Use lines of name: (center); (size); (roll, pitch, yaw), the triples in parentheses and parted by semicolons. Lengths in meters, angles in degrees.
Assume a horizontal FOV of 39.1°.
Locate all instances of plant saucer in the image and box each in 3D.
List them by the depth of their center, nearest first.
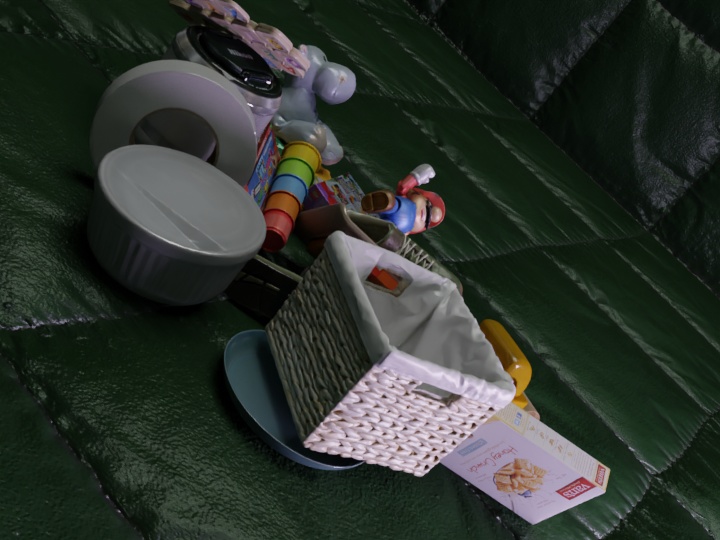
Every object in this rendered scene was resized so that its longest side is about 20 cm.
plant saucer: (-0.072, 0.147, 1.122); (0.200, 0.027, 0.200); (32, 25, -16)

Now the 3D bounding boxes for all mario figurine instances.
mario figurine: (0.077, -0.086, 1.518); (0.106, 0.124, 0.200); (47, 25, 12)

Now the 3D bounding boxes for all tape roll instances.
tape roll: (-0.224, -0.153, 1.220); (0.202, 0.203, 0.037); (28, 26, -25)

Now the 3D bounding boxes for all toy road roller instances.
toy road roller: (0.176, 0.149, 1.339); (0.200, 0.146, 0.123); (16, 33, -44)

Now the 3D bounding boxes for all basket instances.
basket: (0.027, 0.098, 1.121); (0.198, 0.161, 0.200); (22, 28, -36)

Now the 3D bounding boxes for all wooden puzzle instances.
wooden puzzle: (0.000, 0.000, 1.343); (0.200, 0.037, 0.185); (48, -18, -15)

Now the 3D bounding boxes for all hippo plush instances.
hippo plush: (-0.091, -0.282, 1.665); (0.200, 0.161, 0.159); (28, 3, 10)

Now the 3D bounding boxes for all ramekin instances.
ramekin: (-0.215, -0.047, 1.146); (0.202, 0.094, 0.203); (25, 29, -14)

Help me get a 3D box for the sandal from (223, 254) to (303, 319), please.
sandal: (-0.084, 0.038, 1.247); (0.201, 0.080, 0.057); (37, 9, -4)

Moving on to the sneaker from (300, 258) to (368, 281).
sneaker: (0.003, 0.054, 1.304); (0.200, 0.078, 0.091); (37, -22, 7)

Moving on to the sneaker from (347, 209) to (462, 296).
sneaker: (0.046, -0.019, 1.372); (0.200, 0.067, 0.090); (28, -25, 19)

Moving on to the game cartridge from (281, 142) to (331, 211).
game cartridge: (-0.109, -0.141, 1.588); (0.176, 0.032, 0.200); (26, 28, -29)

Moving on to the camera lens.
camera lens: (-0.211, -0.206, 1.334); (0.160, 0.200, 0.160); (32, 24, -16)

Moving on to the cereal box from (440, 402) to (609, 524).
cereal box: (0.176, 0.222, 1.214); (0.200, 0.144, 0.040); (35, 50, -10)

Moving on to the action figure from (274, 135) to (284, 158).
action figure: (-0.165, -0.193, 1.495); (0.200, 0.055, 0.118); (37, 17, -16)

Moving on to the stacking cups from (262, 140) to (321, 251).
stacking cups: (-0.099, -0.096, 1.378); (0.060, 0.061, 0.200); (32, 39, -17)

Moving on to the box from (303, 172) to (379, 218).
box: (0.001, -0.048, 1.515); (0.200, 0.039, 0.137); (56, 24, 2)

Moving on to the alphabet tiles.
alphabet tiles: (-0.163, -0.316, 1.351); (0.200, 0.015, 0.196); (24, -6, 30)

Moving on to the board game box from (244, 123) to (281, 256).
board game box: (-0.137, -0.110, 1.383); (0.200, 0.019, 0.103); (-78, 159, -54)
